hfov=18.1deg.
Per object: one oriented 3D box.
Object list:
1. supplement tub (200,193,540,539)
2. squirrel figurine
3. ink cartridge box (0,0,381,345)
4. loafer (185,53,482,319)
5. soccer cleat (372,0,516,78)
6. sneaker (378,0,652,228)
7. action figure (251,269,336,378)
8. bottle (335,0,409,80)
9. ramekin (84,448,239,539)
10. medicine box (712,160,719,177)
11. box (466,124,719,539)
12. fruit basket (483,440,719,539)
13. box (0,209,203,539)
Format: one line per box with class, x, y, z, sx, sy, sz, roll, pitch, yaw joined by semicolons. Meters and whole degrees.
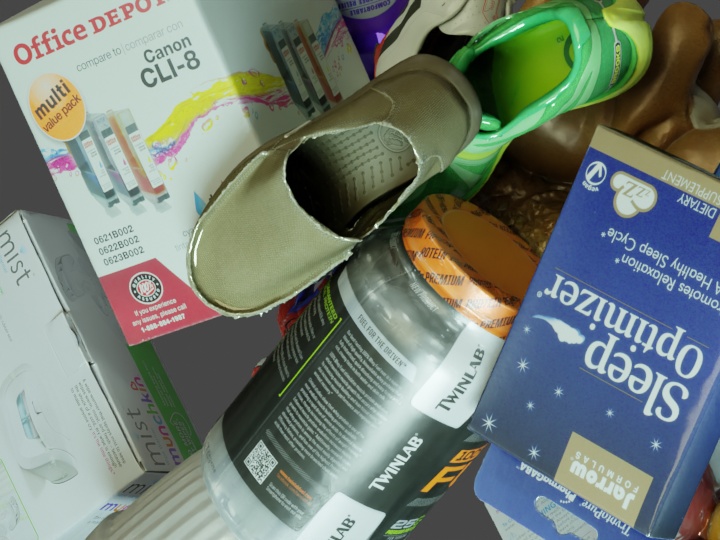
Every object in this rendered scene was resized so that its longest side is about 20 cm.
supplement tub;0.013;0.064;1.211;0.123;0.122;0.200;50;116;24
squirrel figurine;0.153;-0.056;1.271;0.186;0.141;0.201;41;101;15
ink cartridge box;-0.088;-0.089;1.293;0.144;0.145;0.201;-18;101;32
loafer;-0.026;-0.039;1.160;0.200;0.067;0.076;-40;91;30
soccer cleat;0.065;-0.170;1.279;0.201;0.068;0.085;-65;28;23
sneaker;0.059;-0.091;1.192;0.199;0.083;0.075;-35;70;32
action figure;0.000;0.000;1.388;0.065;0.052;0.200;46;108;20
bottle;0.000;-0.190;1.344;0.083;0.065;0.201;-13;118;13
ramekin;-0.056;0.191;1.305;0.105;0.200;0.200;-45;65;12
medicine box;0.285;0.021;1.110;0.103;0.181;0.200;-60;40;21
box;0.128;0.044;1.100;0.121;0.032;0.202;28;101;37
fruit basket;0.173;0.141;1.136;0.185;0.094;0.201;-40;48;15
box;-0.218;0.094;1.465;0.176;0.096;0.201;-37;67;19
